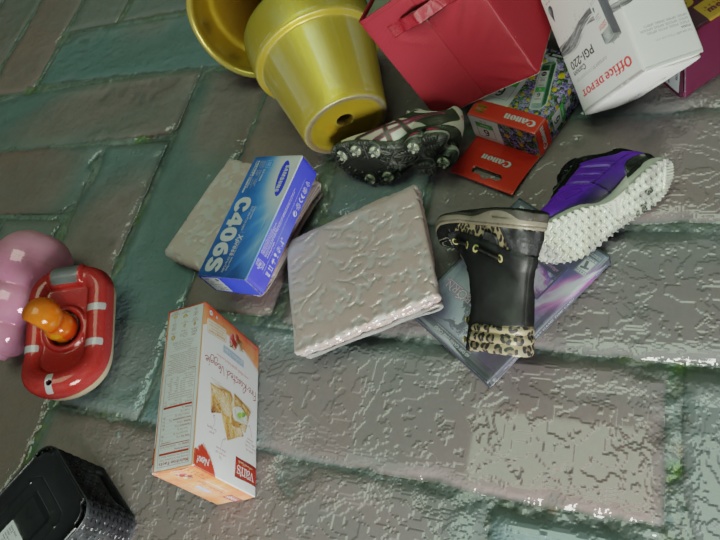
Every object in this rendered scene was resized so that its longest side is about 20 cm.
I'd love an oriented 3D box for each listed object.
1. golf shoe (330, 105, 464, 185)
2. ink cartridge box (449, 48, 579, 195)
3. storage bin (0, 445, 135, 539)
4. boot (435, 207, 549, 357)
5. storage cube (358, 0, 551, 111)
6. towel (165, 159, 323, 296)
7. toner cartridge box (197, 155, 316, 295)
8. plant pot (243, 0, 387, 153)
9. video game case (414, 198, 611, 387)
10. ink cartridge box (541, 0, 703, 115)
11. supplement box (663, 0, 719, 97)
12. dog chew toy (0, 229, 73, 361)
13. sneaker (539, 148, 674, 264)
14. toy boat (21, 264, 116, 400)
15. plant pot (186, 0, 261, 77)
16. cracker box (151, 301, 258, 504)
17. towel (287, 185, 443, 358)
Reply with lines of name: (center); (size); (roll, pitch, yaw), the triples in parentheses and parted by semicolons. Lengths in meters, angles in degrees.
golf shoe: (0.053, -0.174, 0.964); (0.198, 0.077, 0.089); (-1, 48, 33)
ink cartridge box: (0.207, -0.204, 0.920); (0.108, 0.050, 0.201); (27, 74, 36)
storage bin: (-0.394, 0.336, 0.850); (0.200, 0.094, 0.135); (-48, 52, -9)
boot: (0.136, 0.011, 0.766); (0.200, 0.072, 0.153); (180, 92, -69)
storage cube: (0.136, -0.347, 0.918); (0.170, 0.180, 0.201); (-17, 39, 43)
towel: (-0.172, -0.070, 1.035); (0.199, 0.032, 0.192); (19, 69, 33)
toner cartridge box: (-0.141, -0.066, 0.965); (0.094, 0.043, 0.202); (4, 62, 34)
plant pot: (-0.050, -0.287, 1.020); (0.199, 0.201, 0.190); (-26, 67, 9)
video game case: (0.171, 0.020, 0.818); (0.200, 0.019, 0.143); (-44, 52, -6)
ink cartridge box: (0.296, -0.307, 0.822); (0.084, 0.146, 0.202); (-21, 87, -11)
supplement box: (0.396, -0.337, 0.877); (0.130, 0.103, 0.201); (-31, 52, 3)
dog chew toy: (-0.533, 0.041, 1.092); (0.123, 0.124, 0.202); (6, 71, 29)
sneaker: (0.252, -0.082, 0.803); (0.199, 0.070, 0.100); (-28, 40, -14)
toy boat: (-0.428, 0.079, 0.985); (0.129, 0.131, 0.202); (-9, 68, 7)
plant pot: (-0.163, -0.463, 1.178); (0.199, 0.202, 0.190); (1, 45, 26)
cracker box: (-0.177, 0.158, 0.828); (0.057, 0.134, 0.202); (-14, 55, 16)
towel: (0.000, 0.000, 0.885); (0.198, 0.032, 0.193); (-22, 50, 16)
